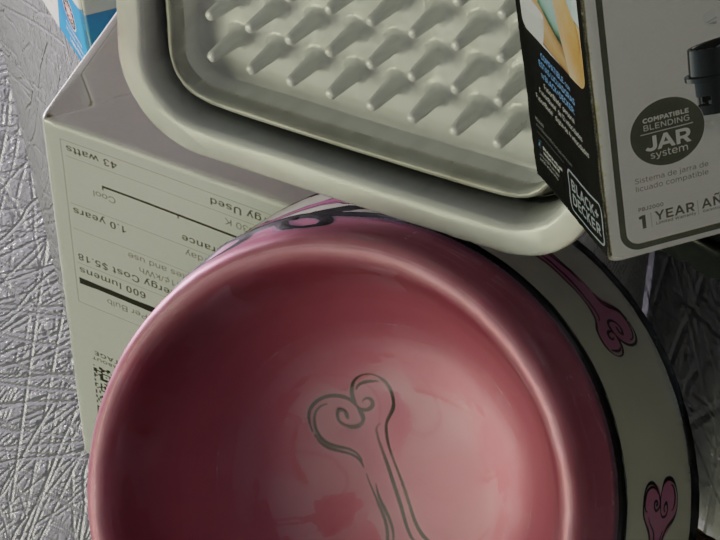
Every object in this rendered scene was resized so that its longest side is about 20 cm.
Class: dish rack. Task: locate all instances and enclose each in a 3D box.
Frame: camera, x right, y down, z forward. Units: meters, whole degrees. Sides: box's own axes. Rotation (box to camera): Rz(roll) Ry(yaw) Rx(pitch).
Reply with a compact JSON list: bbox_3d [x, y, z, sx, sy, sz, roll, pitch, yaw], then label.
[{"bbox_3d":[0.005,-0.113,0.786,0.171,0.044,0.200,18,127,24],"label":"dish rack"}]

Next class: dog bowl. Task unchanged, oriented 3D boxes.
[{"bbox_3d":[0.002,0.070,0.848,0.074,0.200,0.200,-2,-106,-69],"label":"dog bowl"}]

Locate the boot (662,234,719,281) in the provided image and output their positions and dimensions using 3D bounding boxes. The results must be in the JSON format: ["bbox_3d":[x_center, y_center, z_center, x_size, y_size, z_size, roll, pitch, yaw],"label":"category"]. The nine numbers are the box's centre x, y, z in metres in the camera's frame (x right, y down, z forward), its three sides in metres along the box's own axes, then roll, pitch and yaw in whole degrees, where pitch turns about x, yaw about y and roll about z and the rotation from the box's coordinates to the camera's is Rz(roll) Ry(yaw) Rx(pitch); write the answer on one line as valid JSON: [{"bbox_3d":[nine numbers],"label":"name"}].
[{"bbox_3d":[0.100,-0.114,0.785,0.163,0.073,0.198,102,149,-53],"label":"boot"}]

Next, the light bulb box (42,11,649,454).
[{"bbox_3d":[0.000,0.000,1.004,0.198,0.125,0.200,20,143,15],"label":"light bulb box"}]

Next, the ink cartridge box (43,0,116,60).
[{"bbox_3d":[-0.098,-0.223,1.329,0.147,0.144,0.200,-124,22,-54],"label":"ink cartridge box"}]

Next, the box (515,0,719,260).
[{"bbox_3d":[0.097,-0.114,0.683,0.060,0.116,0.200,-122,19,-59],"label":"box"}]

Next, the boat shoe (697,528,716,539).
[{"bbox_3d":[0.085,0.102,0.897,0.072,0.200,0.072,-63,2,-28],"label":"boat shoe"}]
